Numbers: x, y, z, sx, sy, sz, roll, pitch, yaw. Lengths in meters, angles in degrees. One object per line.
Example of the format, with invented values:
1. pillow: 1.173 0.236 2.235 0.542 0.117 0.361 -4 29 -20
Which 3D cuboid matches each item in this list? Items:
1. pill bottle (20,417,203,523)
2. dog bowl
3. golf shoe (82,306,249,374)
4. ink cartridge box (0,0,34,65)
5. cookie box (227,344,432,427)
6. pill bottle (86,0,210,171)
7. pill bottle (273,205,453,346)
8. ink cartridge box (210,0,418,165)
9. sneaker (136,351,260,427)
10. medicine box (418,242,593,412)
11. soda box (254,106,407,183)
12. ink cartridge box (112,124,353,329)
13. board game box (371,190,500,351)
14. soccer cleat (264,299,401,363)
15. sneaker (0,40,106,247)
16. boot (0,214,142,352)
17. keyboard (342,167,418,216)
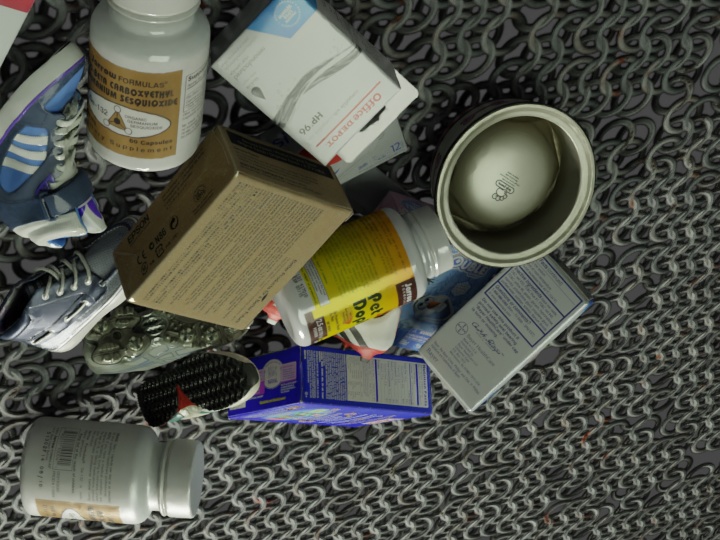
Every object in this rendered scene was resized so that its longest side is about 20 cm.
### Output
1. pill bottle: -0.290 0.238 1.684 0.198 0.115 0.115 4 136 3
2. dog bowl: 0.169 -0.110 1.657 0.198 0.074 0.202 -8 117 -15
3. golf shoe: -0.229 0.075 1.672 0.198 0.079 0.097 -9 158 -21
4. ink cartridge box: -0.378 -0.228 1.198 0.144 0.146 0.201 12 124 -38
5. cookie box: -0.039 0.146 1.773 0.198 0.076 0.170 9 164 -36
6. pill bottle: -0.200 -0.204 1.351 0.113 0.115 0.201 -9 136 -22
7. pill bottle: 0.000 0.000 1.601 0.198 0.110 0.110 -23 140 -9
8. ink cartridge box: -0.041 -0.192 1.439 0.200 0.068 0.116 39 108 -24
9. sneaker: -0.176 0.132 1.704 0.199 0.071 0.093 -22 177 41
10. medicine box: 0.186 0.068 1.793 0.200 0.103 0.182 -43 172 8
11. soda box: -0.053 -0.127 1.553 0.199 0.069 0.064 -27 140 -2
12. ink cartridge box: -0.134 -0.040 1.481 0.164 0.075 0.200 16 127 -44
13. board game box: 0.058 0.007 1.760 0.199 0.044 0.199 15 127 -38
14. soccer cleat: -0.047 0.034 1.680 0.198 0.069 0.086 25 111 -4
15. sneaker: -0.283 -0.108 1.375 0.146 0.081 0.200 42 120 -10
16. boot: -0.309 0.013 1.538 0.090 0.073 0.200 14 125 -49
17. keyboard: 0.034 -0.075 1.704 0.056 0.011 0.200 -45 138 10
